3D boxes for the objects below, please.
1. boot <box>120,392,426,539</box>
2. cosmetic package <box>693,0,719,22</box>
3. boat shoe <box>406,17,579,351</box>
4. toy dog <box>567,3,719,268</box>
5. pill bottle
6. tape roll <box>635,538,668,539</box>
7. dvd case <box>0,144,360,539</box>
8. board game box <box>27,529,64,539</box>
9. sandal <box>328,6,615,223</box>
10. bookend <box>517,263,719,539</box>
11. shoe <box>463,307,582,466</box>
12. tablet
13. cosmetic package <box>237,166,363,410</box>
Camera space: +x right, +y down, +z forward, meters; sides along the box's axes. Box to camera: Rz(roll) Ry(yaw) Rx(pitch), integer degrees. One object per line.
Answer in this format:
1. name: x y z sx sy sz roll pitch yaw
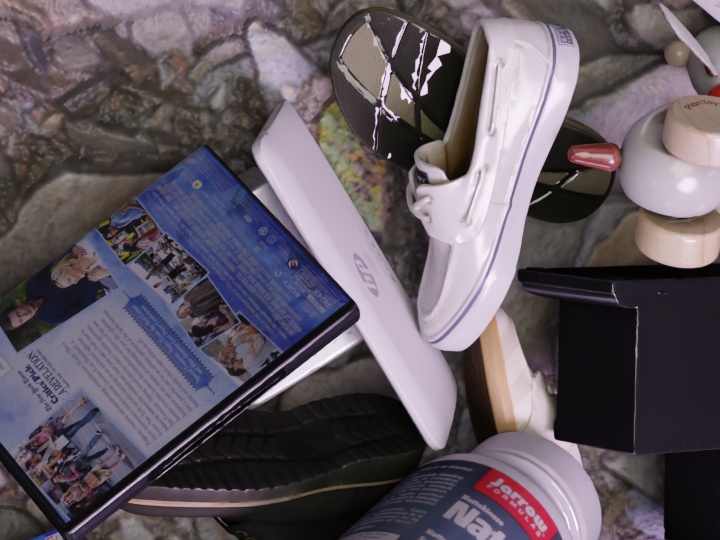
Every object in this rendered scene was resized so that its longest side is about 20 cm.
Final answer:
1. boot: -0.064 0.148 1.555 0.199 0.078 0.139 -1 127 -29
2. cosmetic package: 0.268 -0.229 1.574 0.200 0.165 0.165 39 66 -12
3. boat shoe: 0.058 -0.050 1.563 0.070 0.071 0.201 10 114 -24
4. toy dog: 0.172 -0.082 1.584 0.096 0.200 0.132 15 102 4
5. pill bottle: 0.050 0.170 1.519 0.200 0.119 0.120 -39 105 -51
6. tape roll: 0.148 0.251 1.547 0.200 0.200 0.066 -49 123 -4
7. dvd case: -0.118 0.037 1.495 0.200 0.018 0.143 -38 62 -11
8. board game box: -0.233 0.253 1.560 0.199 0.045 0.153 -22 77 -9
9. sandal: 0.060 -0.088 1.619 0.201 0.057 0.080 29 107 -30
10. bookend: 0.195 0.098 1.608 0.198 0.092 0.201 -2 95 -33
11. shoe: 0.104 0.111 1.636 0.053 0.070 0.201 -17 105 -10
12. tablet: 0.000 0.000 1.575 0.014 0.130 0.200 -29 100 12
13. cosmetic package: -0.109 0.039 1.577 0.200 0.081 0.113 -34 102 -9
